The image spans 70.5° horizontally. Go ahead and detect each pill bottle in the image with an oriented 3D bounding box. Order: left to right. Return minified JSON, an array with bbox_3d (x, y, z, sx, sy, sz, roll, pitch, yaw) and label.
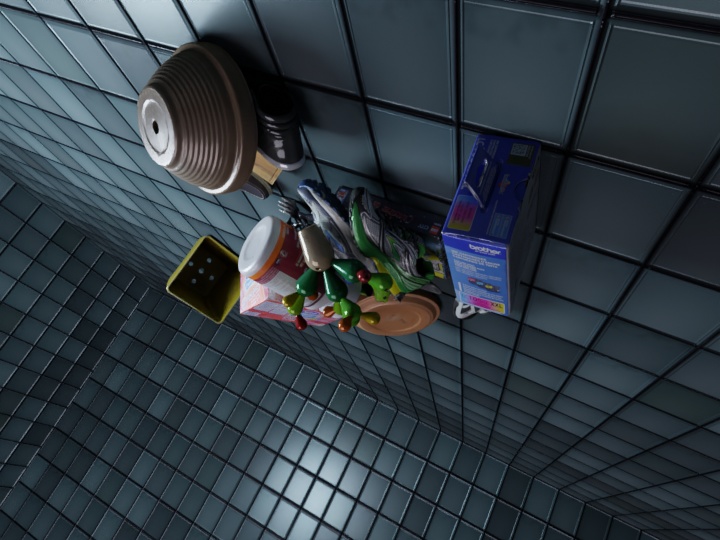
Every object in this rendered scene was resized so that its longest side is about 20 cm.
[{"bbox_3d":[-0.099,0.000,0.875,0.199,0.111,0.109,31,162,-30],"label":"pill bottle"}]

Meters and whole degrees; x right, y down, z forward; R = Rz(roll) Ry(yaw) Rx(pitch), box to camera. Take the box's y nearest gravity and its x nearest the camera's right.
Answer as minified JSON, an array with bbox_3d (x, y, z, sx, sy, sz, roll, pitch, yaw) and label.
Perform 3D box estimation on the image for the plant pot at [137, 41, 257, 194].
[{"bbox_3d":[-0.233,-0.197,0.686,0.200,0.092,0.203,20,120,38],"label":"plant pot"}]

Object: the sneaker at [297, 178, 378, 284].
[{"bbox_3d":[-0.044,-0.051,0.800,0.200,0.085,0.077,52,-169,-28],"label":"sneaker"}]

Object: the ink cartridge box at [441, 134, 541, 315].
[{"bbox_3d":[0.154,-0.056,0.586,0.076,0.138,0.200,14,157,22],"label":"ink cartridge box"}]

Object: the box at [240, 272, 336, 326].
[{"bbox_3d":[-0.125,0.041,0.997,0.199,0.096,0.102,14,153,-39],"label":"box"}]

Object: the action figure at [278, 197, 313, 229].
[{"bbox_3d":[-0.138,-0.078,0.978,0.199,0.120,0.102,-12,138,44],"label":"action figure"}]

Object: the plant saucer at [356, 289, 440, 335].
[{"bbox_3d":[0.074,0.096,1.103,0.198,0.033,0.201,0,150,0],"label":"plant saucer"}]

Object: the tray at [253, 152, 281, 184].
[{"bbox_3d":[-0.210,-0.225,0.831,0.199,0.037,0.098,33,161,-14],"label":"tray"}]

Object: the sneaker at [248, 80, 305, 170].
[{"bbox_3d":[-0.155,-0.230,0.710,0.199,0.071,0.100,35,145,17],"label":"sneaker"}]

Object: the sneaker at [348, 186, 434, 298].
[{"bbox_3d":[0.047,-0.050,0.766,0.085,0.079,0.200,-22,127,22],"label":"sneaker"}]

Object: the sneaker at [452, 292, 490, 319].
[{"bbox_3d":[0.208,0.044,0.858,0.088,0.075,0.200,24,161,20],"label":"sneaker"}]

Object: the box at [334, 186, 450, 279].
[{"bbox_3d":[0.056,-0.063,0.857,0.198,0.038,0.137,21,158,24],"label":"box"}]

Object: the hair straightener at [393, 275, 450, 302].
[{"bbox_3d":[0.073,0.019,0.979,0.199,0.077,0.041,12,157,41],"label":"hair straightener"}]

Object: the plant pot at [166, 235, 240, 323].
[{"bbox_3d":[-0.484,0.017,1.607,0.200,0.201,0.176,40,169,-29],"label":"plant pot"}]

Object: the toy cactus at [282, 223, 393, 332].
[{"bbox_3d":[-0.053,0.016,0.761,0.199,0.102,0.166,-15,104,44],"label":"toy cactus"}]

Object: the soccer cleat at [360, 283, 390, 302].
[{"bbox_3d":[0.000,0.000,0.969,0.067,0.082,0.200,11,-170,-31],"label":"soccer cleat"}]

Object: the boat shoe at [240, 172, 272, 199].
[{"bbox_3d":[-0.265,-0.180,0.973,0.199,0.065,0.072,28,159,0],"label":"boat shoe"}]
